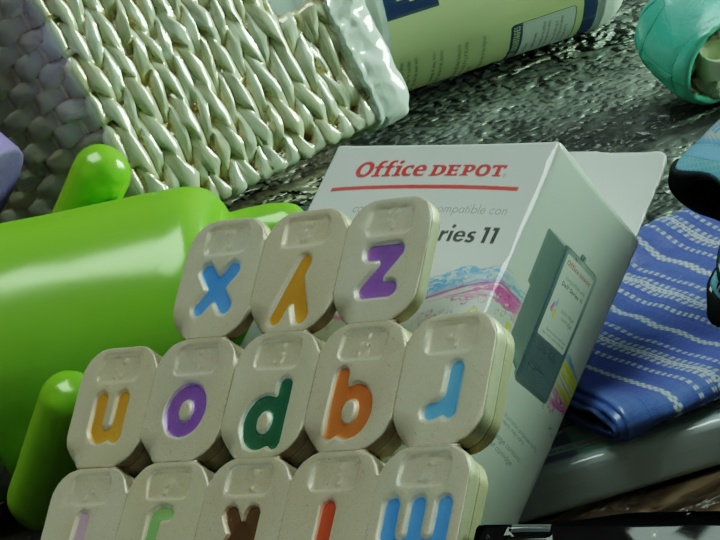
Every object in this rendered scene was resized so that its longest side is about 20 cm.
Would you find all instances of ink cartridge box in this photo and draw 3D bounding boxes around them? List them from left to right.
[{"bbox_3d":[0.026,0.017,1.077,0.117,0.067,0.200,1,55,41],"label":"ink cartridge box"}]

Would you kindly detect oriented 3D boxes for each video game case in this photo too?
[{"bbox_3d":[0.108,0.038,1.158,0.200,0.023,0.182,-17,22,-5],"label":"video game case"}]

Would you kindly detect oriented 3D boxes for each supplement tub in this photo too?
[{"bbox_3d":[0.030,-0.175,1.557,0.200,0.145,0.145,-19,22,-11],"label":"supplement tub"}]

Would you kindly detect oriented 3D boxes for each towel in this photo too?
[{"bbox_3d":[0.137,0.008,1.154,0.200,0.024,0.145,-25,25,-27],"label":"towel"}]

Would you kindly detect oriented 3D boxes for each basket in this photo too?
[{"bbox_3d":[-0.117,-0.116,1.389,0.161,0.198,0.200,-33,10,-30],"label":"basket"}]

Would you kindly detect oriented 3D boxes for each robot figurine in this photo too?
[{"bbox_3d":[-0.112,0.032,1.182,0.200,0.116,0.176,-11,41,9],"label":"robot figurine"}]

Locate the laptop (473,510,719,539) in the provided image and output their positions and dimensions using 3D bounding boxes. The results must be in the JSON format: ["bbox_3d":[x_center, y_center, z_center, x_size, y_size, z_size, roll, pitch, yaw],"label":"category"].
[{"bbox_3d":[0.136,0.134,0.925,0.187,0.116,0.200,-3,53,27],"label":"laptop"}]

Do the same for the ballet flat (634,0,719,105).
[{"bbox_3d":[0.240,-0.125,1.435,0.200,0.067,0.070,-16,46,-4],"label":"ballet flat"}]

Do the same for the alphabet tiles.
[{"bbox_3d":[-0.034,0.069,1.015,0.200,0.015,0.196,-7,62,39],"label":"alphabet tiles"}]

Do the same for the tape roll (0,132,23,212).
[{"bbox_3d":[-0.235,0.005,1.237,0.200,0.066,0.200,-50,-2,-3],"label":"tape roll"}]

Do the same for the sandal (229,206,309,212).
[{"bbox_3d":[0.001,0.000,1.304,0.200,0.043,0.076,-8,29,-4],"label":"sandal"}]

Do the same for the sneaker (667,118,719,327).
[{"bbox_3d":[0.179,0.012,1.068,0.090,0.078,0.200,-29,47,3],"label":"sneaker"}]
